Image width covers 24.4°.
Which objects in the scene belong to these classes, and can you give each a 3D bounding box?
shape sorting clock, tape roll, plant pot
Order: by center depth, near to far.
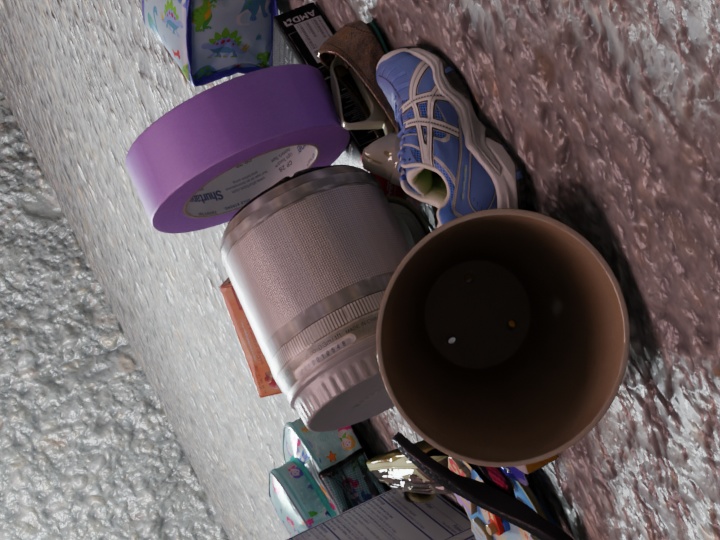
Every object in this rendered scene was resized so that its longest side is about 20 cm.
[{"bbox_3d":[0.100,0.042,1.306,0.200,0.186,0.189,-115,3,-85],"label":"plant pot"},{"bbox_3d":[-0.111,-0.109,1.516,0.066,0.198,0.200,63,164,11],"label":"tape roll"},{"bbox_3d":[0.145,0.253,1.667,0.201,0.039,0.201,57,162,30],"label":"shape sorting clock"}]

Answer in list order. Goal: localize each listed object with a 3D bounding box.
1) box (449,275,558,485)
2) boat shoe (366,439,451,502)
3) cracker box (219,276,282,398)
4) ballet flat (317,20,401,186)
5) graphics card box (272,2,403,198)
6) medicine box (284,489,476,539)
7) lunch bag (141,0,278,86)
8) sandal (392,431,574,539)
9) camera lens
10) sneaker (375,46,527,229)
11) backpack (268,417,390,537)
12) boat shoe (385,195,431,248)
[{"bbox_3d":[0.120,0.098,1.531,0.119,0.041,0.202,26,140,66],"label":"box"},{"bbox_3d":[0.061,0.226,1.845,0.067,0.071,0.201,70,160,5],"label":"boat shoe"},{"bbox_3d":[-0.080,0.037,1.856,0.200,0.057,0.135,-52,-54,-64],"label":"cracker box"},{"bbox_3d":[0.021,-0.127,1.476,0.201,0.067,0.068,61,162,17],"label":"ballet flat"},{"bbox_3d":[-0.022,-0.146,1.619,0.201,0.050,0.126,57,161,27],"label":"graphics card box"},{"bbox_3d":[0.030,0.341,1.871,0.182,0.198,0.104,27,137,66],"label":"medicine box"},{"bbox_3d":[-0.163,-0.318,1.721,0.170,0.126,0.202,-129,35,-49],"label":"lunch bag"},{"bbox_3d":[0.121,0.200,1.563,0.199,0.045,0.075,28,171,14],"label":"sandal"},{"bbox_3d":[-0.023,0.020,1.474,0.160,0.159,0.201,107,140,-67],"label":"camera lens"},{"bbox_3d":[0.058,-0.110,1.363,0.201,0.076,0.076,56,163,37],"label":"sneaker"},{"bbox_3d":[-0.036,0.278,2.115,0.178,0.149,0.201,96,151,-63],"label":"backpack"},{"bbox_3d":[0.034,0.030,1.585,0.069,0.074,0.202,-57,-34,-55],"label":"boat shoe"}]
